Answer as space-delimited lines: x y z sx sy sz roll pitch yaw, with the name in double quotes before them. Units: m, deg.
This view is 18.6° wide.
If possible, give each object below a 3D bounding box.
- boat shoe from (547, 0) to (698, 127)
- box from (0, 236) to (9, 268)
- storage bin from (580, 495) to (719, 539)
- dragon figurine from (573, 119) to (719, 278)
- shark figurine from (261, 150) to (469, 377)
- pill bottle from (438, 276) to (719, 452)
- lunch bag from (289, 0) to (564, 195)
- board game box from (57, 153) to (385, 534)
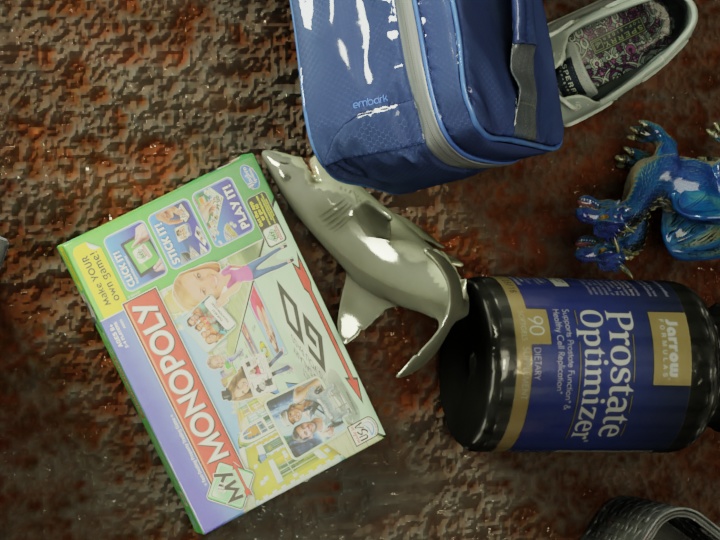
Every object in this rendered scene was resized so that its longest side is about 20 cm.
"boat shoe" 0.130 -0.129 1.421 0.201 0.072 0.070 -31 98 -13
"box" -0.319 0.000 1.258 0.200 0.132 0.115 24 79 -15
"storage bin" 0.181 0.260 1.421 0.135 0.094 0.200 36 79 -13
"dragon figurine" 0.224 -0.043 1.433 0.200 0.059 0.100 2 57 -16
"shark figurine" 0.017 0.013 1.351 0.128 0.214 0.090 31 98 -40
"pill bottle" 0.159 0.061 1.407 0.200 0.112 0.112 1 89 -16
"lunch bag" 0.046 -0.155 1.333 0.132 0.136 0.200 -13 82 28
"board game box" -0.085 0.045 1.379 0.134 0.029 0.200 -27 97 -16
